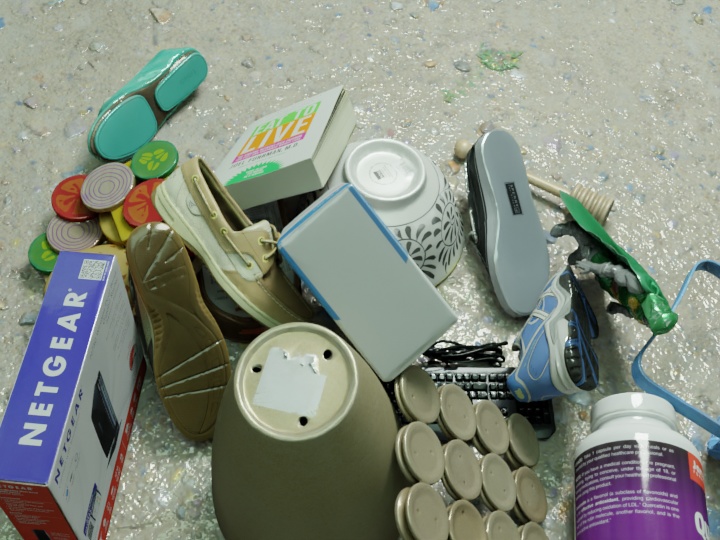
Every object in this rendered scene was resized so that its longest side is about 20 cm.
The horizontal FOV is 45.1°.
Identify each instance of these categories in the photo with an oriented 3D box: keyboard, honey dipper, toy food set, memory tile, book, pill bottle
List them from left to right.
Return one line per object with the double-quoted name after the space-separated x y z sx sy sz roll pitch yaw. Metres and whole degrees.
-0.244 -0.039 0.890 0.197 0.049 0.200 -28 56 -6 "toy food set"
-0.084 -0.125 0.926 0.131 0.049 0.201 -15 27 17 "book"
0.090 0.110 0.839 0.194 0.040 0.106 1 55 -5 "keyboard"
0.097 0.175 0.729 0.198 0.017 0.156 29 46 -38 "memory tile"
0.197 -0.108 1.007 0.197 0.038 0.038 29 56 17 "honey dipper"
0.236 0.212 0.731 0.109 0.114 0.204 8 54 2 "pill bottle"

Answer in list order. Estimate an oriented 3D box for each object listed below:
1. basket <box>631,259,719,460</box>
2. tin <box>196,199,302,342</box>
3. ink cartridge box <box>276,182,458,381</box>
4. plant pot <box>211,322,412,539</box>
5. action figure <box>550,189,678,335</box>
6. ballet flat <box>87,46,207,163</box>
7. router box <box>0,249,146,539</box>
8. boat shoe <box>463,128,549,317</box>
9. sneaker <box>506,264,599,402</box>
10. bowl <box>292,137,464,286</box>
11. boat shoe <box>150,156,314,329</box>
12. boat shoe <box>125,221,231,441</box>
0.367 0.097 0.806 0.199 0.140 0.176 39 59 12 "basket"
-0.125 -0.019 0.917 0.109 0.042 0.203 -11 56 -7 "tin"
0.000 0.000 0.783 0.084 0.200 0.145 -39 97 0 "ink cartridge box"
-0.045 0.134 0.699 0.182 0.202 0.191 -1 58 1 "plant pot"
0.248 0.007 0.839 0.054 0.119 0.201 -37 25 5 "action figure"
-0.262 -0.196 1.025 0.069 0.068 0.201 12 50 35 "ballet flat"
-0.233 0.120 0.718 0.048 0.181 0.204 5 54 0 "router box"
0.148 -0.046 0.938 0.072 0.068 0.204 -9 79 -24 "boat shoe"
0.185 0.058 0.841 0.077 0.076 0.200 58 26 -10 "sneaker"
0.023 -0.077 0.935 0.195 0.095 0.205 2 55 -3 "bowl"
-0.110 -0.021 0.817 0.200 0.066 0.074 45 14 -4 "boat shoe"
-0.169 0.056 0.811 0.072 0.065 0.205 -14 91 -17 "boat shoe"
